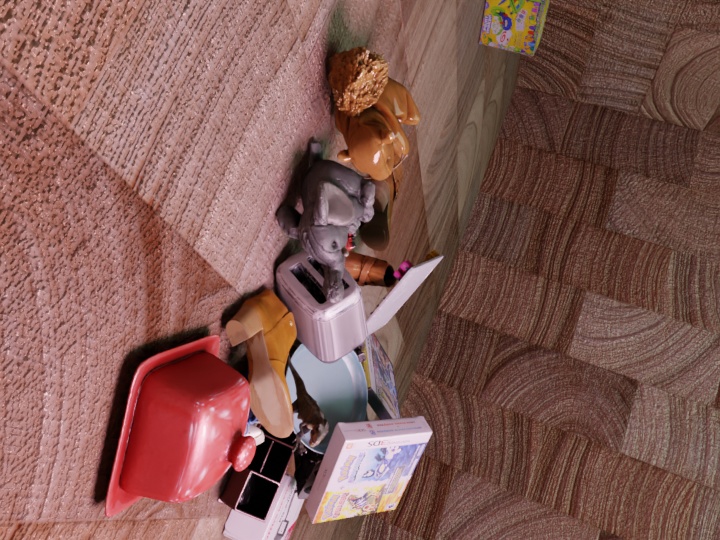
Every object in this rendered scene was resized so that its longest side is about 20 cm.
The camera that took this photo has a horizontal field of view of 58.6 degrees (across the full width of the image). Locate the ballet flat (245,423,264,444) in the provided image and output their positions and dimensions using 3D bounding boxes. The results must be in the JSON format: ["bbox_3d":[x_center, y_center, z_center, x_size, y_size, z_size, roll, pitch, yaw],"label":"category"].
[{"bbox_3d":[-0.179,0.245,1.069,0.070,0.070,0.201,93,21,-46],"label":"ballet flat"}]

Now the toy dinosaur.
[{"bbox_3d":[-0.095,0.222,0.992,0.047,0.200,0.089,19,108,-31],"label":"toy dinosaur"}]

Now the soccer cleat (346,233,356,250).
[{"bbox_3d":[-0.054,-0.069,1.193,0.200,0.083,0.070,-96,168,-73],"label":"soccer cleat"}]

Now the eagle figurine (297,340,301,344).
[{"bbox_3d":[-0.064,0.146,1.282,0.150,0.151,0.202,-39,155,-28],"label":"eagle figurine"}]

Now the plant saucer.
[{"bbox_3d":[-0.064,0.215,1.120,0.198,0.027,0.205,16,68,-43],"label":"plant saucer"}]

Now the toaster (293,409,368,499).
[{"bbox_3d":[-0.066,0.315,1.237,0.182,0.116,0.203,116,-28,-46],"label":"toaster"}]

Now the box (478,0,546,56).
[{"bbox_3d":[0.504,-0.837,2.086,0.203,0.189,0.123,93,22,-47],"label":"box"}]

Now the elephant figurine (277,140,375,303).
[{"bbox_3d":[-0.056,-0.078,0.996,0.201,0.152,0.144,-58,167,-52],"label":"elephant figurine"}]

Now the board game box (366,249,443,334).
[{"bbox_3d":[0.063,0.048,1.234,0.201,0.026,0.199,-51,167,22],"label":"board game box"}]

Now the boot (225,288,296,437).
[{"bbox_3d":[-0.128,0.136,0.990,0.205,0.070,0.144,68,23,-7],"label":"boot"}]

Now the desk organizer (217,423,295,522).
[{"bbox_3d":[-0.169,0.330,1.140,0.076,0.071,0.203,-10,-127,59],"label":"desk organizer"}]

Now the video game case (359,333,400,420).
[{"bbox_3d":[0.037,0.218,1.315,0.201,0.025,0.183,60,16,-44],"label":"video game case"}]

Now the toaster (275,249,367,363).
[{"bbox_3d":[-0.063,0.056,1.063,0.112,0.200,0.131,-29,142,-20],"label":"toaster"}]

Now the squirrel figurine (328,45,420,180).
[{"bbox_3d":[0.004,-0.241,0.997,0.189,0.138,0.202,-80,151,-51],"label":"squirrel figurine"}]

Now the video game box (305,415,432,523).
[{"bbox_3d":[0.013,0.347,1.122,0.178,0.047,0.203,4,121,-29],"label":"video game box"}]

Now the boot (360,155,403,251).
[{"bbox_3d":[0.053,-0.157,1.482,0.202,0.075,0.157,79,28,-48],"label":"boot"}]

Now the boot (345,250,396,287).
[{"bbox_3d":[0.000,0.000,1.268,0.200,0.151,0.076,-7,107,-74],"label":"boot"}]

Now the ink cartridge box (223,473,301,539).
[{"bbox_3d":[-0.184,0.480,1.294,0.201,0.082,0.148,74,37,-65],"label":"ink cartridge box"}]

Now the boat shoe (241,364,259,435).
[{"bbox_3d":[-0.169,0.205,1.009,0.083,0.069,0.201,-27,-162,40],"label":"boat shoe"}]

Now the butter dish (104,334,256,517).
[{"bbox_3d":[-0.199,0.204,0.805,0.200,0.145,0.204,-14,120,-72],"label":"butter dish"}]
